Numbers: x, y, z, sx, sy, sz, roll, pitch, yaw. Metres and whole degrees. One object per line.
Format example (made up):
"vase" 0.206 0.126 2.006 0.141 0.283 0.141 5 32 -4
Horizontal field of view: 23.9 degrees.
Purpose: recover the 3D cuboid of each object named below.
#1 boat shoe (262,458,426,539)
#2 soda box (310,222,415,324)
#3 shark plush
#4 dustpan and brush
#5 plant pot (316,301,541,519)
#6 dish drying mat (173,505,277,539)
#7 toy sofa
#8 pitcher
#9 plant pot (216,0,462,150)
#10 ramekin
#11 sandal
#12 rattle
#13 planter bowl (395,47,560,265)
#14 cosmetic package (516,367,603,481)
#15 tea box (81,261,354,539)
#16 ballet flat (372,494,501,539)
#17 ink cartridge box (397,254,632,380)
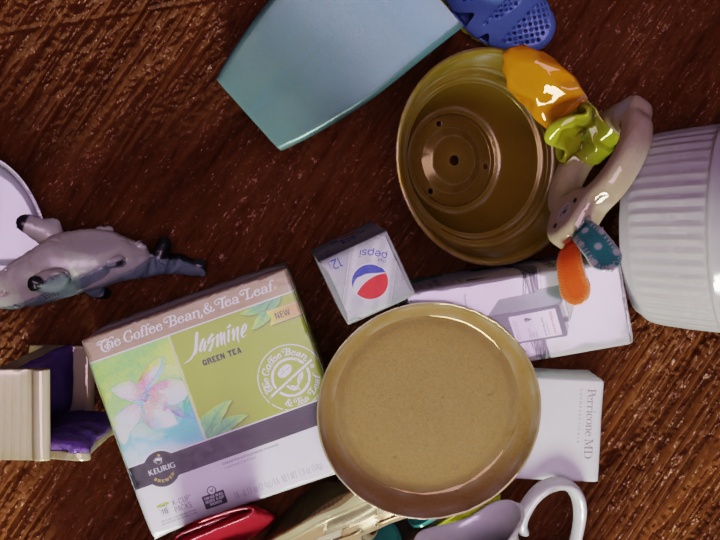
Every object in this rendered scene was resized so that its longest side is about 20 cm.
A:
"boat shoe" -0.013 0.235 1.603 0.200 0.071 0.065 -31 104 34
"soda box" 0.000 0.000 1.554 0.068 0.200 0.064 -25 95 -2
"shark plush" -0.250 -0.006 1.614 0.200 0.083 0.091 -13 51 -27
"dustpan and brush" -0.362 -0.084 1.598 0.139 0.057 0.200 2 94 -3
"plant pot" 0.060 0.122 1.512 0.200 0.027 0.200 -1 102 -3
"dish drying mat" -0.121 0.236 1.568 0.077 0.200 0.018 -21 78 0
"toy sofa" -0.277 0.117 1.549 0.097 0.200 0.083 0 94 3
"pitcher" 0.162 0.306 1.615 0.171 0.121 0.200 -28 111 -8
"plant pot" -0.029 -0.212 1.571 0.200 0.141 0.141 -41 95 5
"ramekin" 0.309 -0.039 1.572 0.105 0.200 0.201 1 95 23
"sandal" 0.104 -0.275 1.593 0.200 0.087 0.080 38 90 -13
"rattle" 0.174 -0.090 1.501 0.143 0.130 0.200 44 58 -30
"planter bowl" 0.105 -0.105 1.597 0.200 0.083 0.201 0 91 -25
"cosmetic package" 0.127 0.145 1.636 0.200 0.071 0.102 2 94 -4
"tea box" -0.129 0.116 1.588 0.200 0.134 0.197 -20 93 -1
"ballet flat" 0.048 0.265 1.648 0.200 0.067 0.067 -25 113 -2
"ink cartridge box" 0.140 0.038 1.592 0.200 0.146 0.084 -9 94 -3
